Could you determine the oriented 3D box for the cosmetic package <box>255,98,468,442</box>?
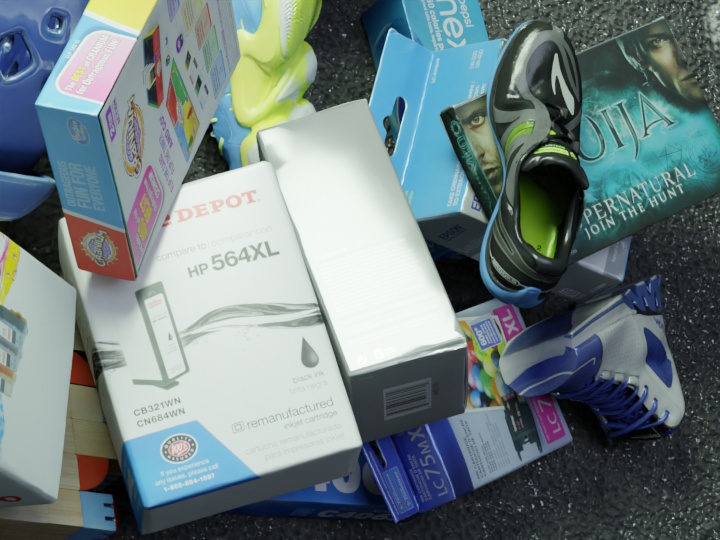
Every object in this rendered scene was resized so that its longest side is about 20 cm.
[{"bbox_3d":[0.000,0.000,1.609,0.090,0.107,0.200,-15,62,-6],"label":"cosmetic package"}]

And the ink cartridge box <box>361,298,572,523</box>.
[{"bbox_3d":[0.066,0.093,1.702,0.200,0.042,0.119,-19,85,-52],"label":"ink cartridge box"}]

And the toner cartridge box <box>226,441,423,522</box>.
[{"bbox_3d":[-0.050,0.119,1.675,0.200,0.043,0.095,5,68,-26],"label":"toner cartridge box"}]

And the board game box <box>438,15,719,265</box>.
[{"bbox_3d":[0.164,-0.086,1.717,0.200,0.028,0.135,-25,88,-29],"label":"board game box"}]

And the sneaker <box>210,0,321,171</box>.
[{"bbox_3d":[-0.086,-0.129,1.716,0.076,0.105,0.200,-24,127,-61],"label":"sneaker"}]

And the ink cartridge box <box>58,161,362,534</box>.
[{"bbox_3d":[-0.098,0.048,1.557,0.146,0.084,0.200,-16,74,-10],"label":"ink cartridge box"}]

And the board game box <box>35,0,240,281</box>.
[{"bbox_3d":[-0.132,-0.118,1.502,0.040,0.153,0.200,11,52,14],"label":"board game box"}]

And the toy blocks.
[{"bbox_3d":[-0.206,0.104,1.581,0.137,0.100,0.200,12,57,-37],"label":"toy blocks"}]

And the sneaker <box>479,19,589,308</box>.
[{"bbox_3d":[0.125,-0.075,1.630,0.071,0.083,0.200,14,68,-21],"label":"sneaker"}]

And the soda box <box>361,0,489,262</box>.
[{"bbox_3d":[0.066,-0.111,1.806,0.068,0.064,0.200,-7,75,-29],"label":"soda box"}]

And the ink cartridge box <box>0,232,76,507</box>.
[{"bbox_3d":[-0.277,0.047,1.423,0.200,0.145,0.145,46,43,-58],"label":"ink cartridge box"}]

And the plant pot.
[{"bbox_3d":[-0.283,-0.135,1.545,0.200,0.200,0.180,10,95,-26],"label":"plant pot"}]

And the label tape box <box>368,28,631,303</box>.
[{"bbox_3d":[0.103,-0.082,1.738,0.200,0.066,0.143,24,65,-21],"label":"label tape box"}]

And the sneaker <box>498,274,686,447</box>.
[{"bbox_3d":[0.186,0.076,1.768,0.199,0.081,0.115,-23,92,-60],"label":"sneaker"}]
